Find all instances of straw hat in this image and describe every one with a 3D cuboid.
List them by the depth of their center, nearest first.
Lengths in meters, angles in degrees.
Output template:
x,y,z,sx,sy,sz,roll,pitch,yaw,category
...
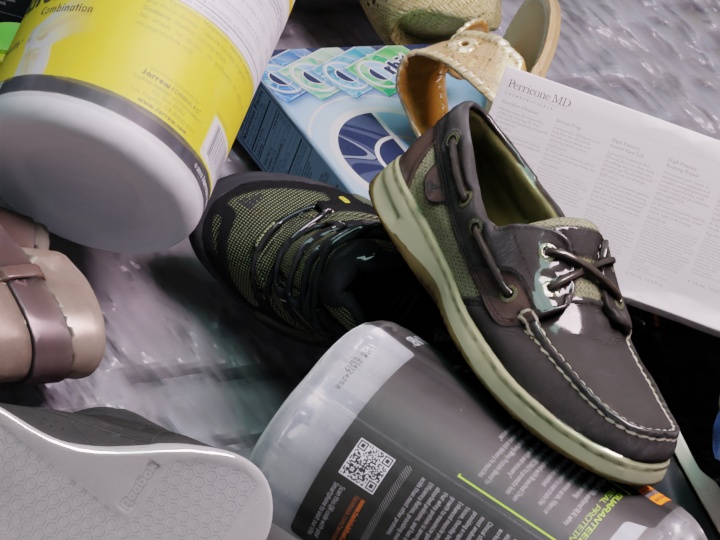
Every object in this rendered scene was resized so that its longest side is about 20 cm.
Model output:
x,y,z,sx,sy,sz,roll,pitch,yaw,category
0.038,-0.162,1.513,0.201,0.201,0.085,-12,78,-40,straw hat

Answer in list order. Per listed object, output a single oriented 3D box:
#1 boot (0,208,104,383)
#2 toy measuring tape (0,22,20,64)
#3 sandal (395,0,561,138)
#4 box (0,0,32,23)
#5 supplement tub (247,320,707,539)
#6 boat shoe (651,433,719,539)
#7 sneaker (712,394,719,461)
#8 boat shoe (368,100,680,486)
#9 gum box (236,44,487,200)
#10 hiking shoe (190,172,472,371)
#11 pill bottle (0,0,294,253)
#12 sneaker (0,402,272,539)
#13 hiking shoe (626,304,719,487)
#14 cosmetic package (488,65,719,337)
x,y,z,sx,sy,sz,roll,pitch,yaw,category
-0.178,0.027,1.168,0.146,0.070,0.200,9,39,-28,boot
-0.204,-0.095,1.329,0.199,0.074,0.074,18,34,-7,toy measuring tape
0.051,-0.085,1.370,0.069,0.078,0.212,22,38,-12,sandal
-0.151,-0.175,1.393,0.199,0.142,0.079,15,11,-12,box
0.055,0.120,1.128,0.200,0.123,0.122,33,35,16,supplement tub
0.114,0.095,1.247,0.066,0.075,0.200,-21,50,-8,boat shoe
0.205,0.098,1.228,0.078,0.090,0.200,25,2,30,sneaker
0.072,0.004,1.141,0.072,0.066,0.201,12,31,-41,boat shoe
0.046,-0.041,1.417,0.169,0.045,0.200,-6,43,-37,gum box
0.000,0.000,1.248,0.200,0.076,0.101,28,-12,24,hiking shoe
-0.094,-0.116,1.283,0.112,0.112,0.200,22,60,0,pill bottle
-0.143,0.082,1.083,0.199,0.071,0.099,10,-2,-23,sneaker
0.159,0.013,1.327,0.201,0.076,0.101,65,21,-3,hiking shoe
0.146,-0.019,1.237,0.199,0.083,0.051,21,0,19,cosmetic package
